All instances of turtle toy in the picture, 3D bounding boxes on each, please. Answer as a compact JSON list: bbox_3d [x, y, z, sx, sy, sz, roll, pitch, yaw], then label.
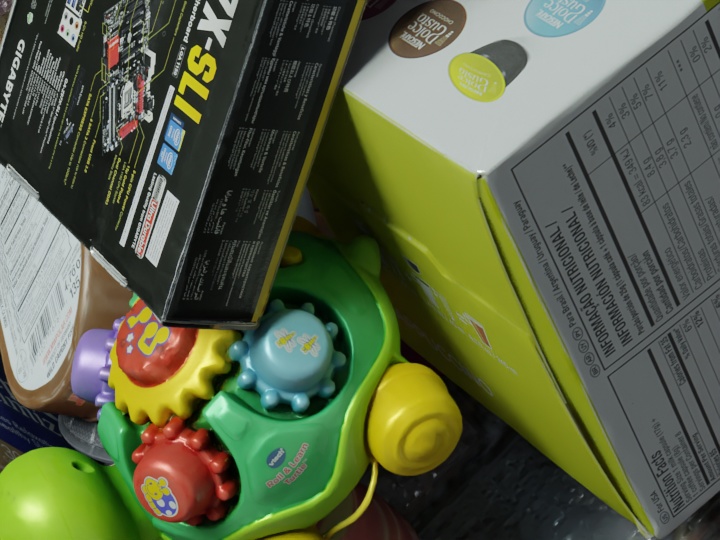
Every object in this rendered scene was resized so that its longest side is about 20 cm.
[{"bbox_3d":[-0.063,0.060,1.001,0.200,0.101,0.146,-49,43,9],"label":"turtle toy"}]

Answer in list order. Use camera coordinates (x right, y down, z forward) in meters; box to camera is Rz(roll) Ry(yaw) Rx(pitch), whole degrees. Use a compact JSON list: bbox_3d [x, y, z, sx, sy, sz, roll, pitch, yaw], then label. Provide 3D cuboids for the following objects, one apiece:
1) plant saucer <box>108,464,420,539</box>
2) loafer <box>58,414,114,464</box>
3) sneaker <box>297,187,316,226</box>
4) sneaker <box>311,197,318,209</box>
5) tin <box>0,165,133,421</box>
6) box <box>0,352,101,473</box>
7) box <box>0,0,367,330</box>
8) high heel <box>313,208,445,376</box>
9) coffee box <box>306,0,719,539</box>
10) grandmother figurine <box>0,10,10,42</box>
[{"bbox_3d":[-0.072,0.129,1.078,0.200,0.051,0.201,-9,24,4],"label":"plant saucer"},{"bbox_3d":[-0.060,0.065,1.186,0.200,0.063,0.072,-10,55,46],"label":"loafer"},{"bbox_3d":[-0.073,-0.049,1.112,0.073,0.071,0.200,-36,67,59],"label":"sneaker"},{"bbox_3d":[-0.052,-0.045,1.256,0.200,0.076,0.088,-27,26,28],"label":"sneaker"},{"bbox_3d":[-0.142,-0.020,1.225,0.112,0.042,0.200,-55,36,33],"label":"tin"},{"bbox_3d":[-0.180,0.067,1.239,0.032,0.121,0.200,-49,43,4],"label":"box"},{"bbox_3d":[-0.064,-0.102,0.946,0.160,0.049,0.200,39,117,45],"label":"box"},{"bbox_3d":[0.000,0.000,1.147,0.200,0.096,0.068,-7,58,38],"label":"high heel"},{"bbox_3d":[0.095,-0.061,0.996,0.198,0.200,0.200,-39,40,-12],"label":"coffee box"},{"bbox_3d":[-0.185,-0.047,1.367,0.121,0.061,0.200,-43,40,23],"label":"grandmother figurine"}]
